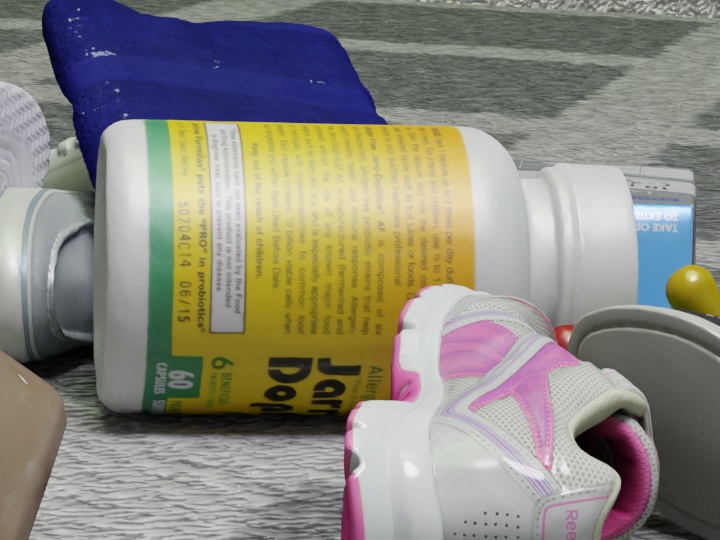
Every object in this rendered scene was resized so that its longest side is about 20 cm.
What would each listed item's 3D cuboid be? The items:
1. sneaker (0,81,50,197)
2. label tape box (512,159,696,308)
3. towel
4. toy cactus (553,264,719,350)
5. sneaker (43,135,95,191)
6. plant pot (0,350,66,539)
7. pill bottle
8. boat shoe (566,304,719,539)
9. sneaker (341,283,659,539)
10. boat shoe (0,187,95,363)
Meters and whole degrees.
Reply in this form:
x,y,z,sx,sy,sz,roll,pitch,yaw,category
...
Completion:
x,y,z,sx,sy,sz,roll,pitch,yaw,category
-0.229,-0.028,1.239,0.114,0.076,0.200,6,30,39,sneaker
0.080,-0.007,1.323,0.144,0.063,0.200,2,9,6,label tape box
-0.057,-0.055,1.279,0.147,0.050,0.200,6,26,-18,towel
0.182,0.036,1.062,0.200,0.103,0.165,-2,-3,32,toy cactus
-0.117,-0.039,1.414,0.200,0.081,0.076,8,13,36,sneaker
-0.165,0.055,0.653,0.174,0.201,0.200,20,8,-6,plant pot
0.000,0.000,1.123,0.199,0.113,0.113,1,10,-8,pill bottle
0.153,0.052,0.946,0.060,0.074,0.200,-20,25,-40,boat shoe
0.049,0.061,0.909,0.088,0.082,0.200,5,18,8,sneaker
-0.107,-0.004,1.242,0.071,0.070,0.201,0,7,9,boat shoe
